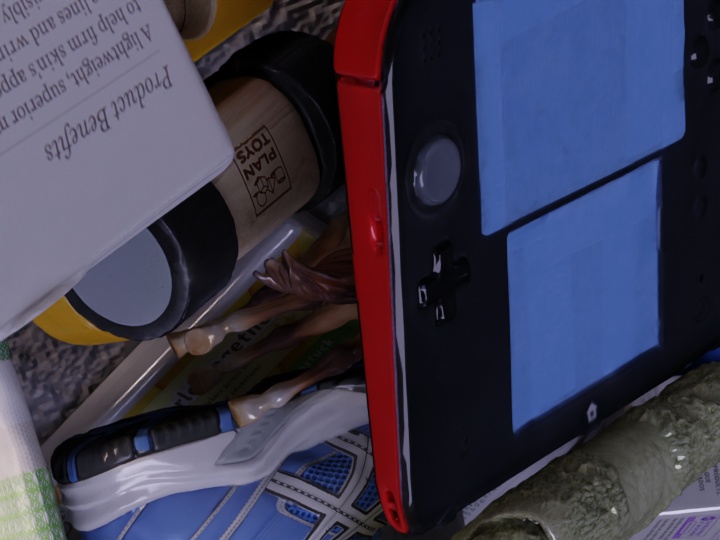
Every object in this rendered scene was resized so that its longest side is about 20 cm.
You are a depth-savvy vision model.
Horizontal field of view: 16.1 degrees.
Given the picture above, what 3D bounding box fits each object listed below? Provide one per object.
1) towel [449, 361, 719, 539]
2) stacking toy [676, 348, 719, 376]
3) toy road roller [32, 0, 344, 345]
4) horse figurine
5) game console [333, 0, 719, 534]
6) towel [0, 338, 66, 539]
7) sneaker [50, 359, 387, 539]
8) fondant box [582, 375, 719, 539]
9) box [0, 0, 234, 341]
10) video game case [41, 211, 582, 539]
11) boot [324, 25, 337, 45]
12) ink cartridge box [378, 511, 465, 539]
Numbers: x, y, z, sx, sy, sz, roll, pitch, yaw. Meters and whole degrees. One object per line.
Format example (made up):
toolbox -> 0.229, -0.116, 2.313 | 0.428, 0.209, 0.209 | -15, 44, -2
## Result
towel -> 0.051, 0.108, 0.898 | 0.148, 0.036, 0.200 | -29, 167, -43
stacking toy -> 0.152, 0.018, 1.010 | 0.200, 0.085, 0.085 | 16, 118, -33
toy road roller -> -0.103, -0.071, 0.820 | 0.146, 0.123, 0.200 | -9, 112, 37
horse figurine -> 0.000, 0.000, 0.858 | 0.133, 0.200, 0.050 | -31, 94, -7
game console -> 0.065, -0.030, 0.804 | 0.200, 0.031, 0.177 | -25, 115, -47
towel -> -0.149, 0.126, 0.882 | 0.031, 0.200, 0.149 | -8, 170, -44
sneaker -> -0.016, 0.077, 0.924 | 0.200, 0.076, 0.077 | -14, 94, -28
fondant box -> 0.191, 0.084, 1.025 | 0.200, 0.058, 0.144 | -3, 160, -7
box -> -0.179, -0.027, 0.679 | 0.200, 0.199, 0.131 | -14, 108, 38
video game case -> -0.032, 0.084, 1.027 | 0.182, 0.023, 0.200 | 33, 110, -35
boot -> 0.027, -0.148, 0.847 | 0.200, 0.074, 0.155 | -41, 128, 0
ink cartridge box -> -0.035, 0.156, 0.967 | 0.200, 0.050, 0.109 | -44, 139, -33
